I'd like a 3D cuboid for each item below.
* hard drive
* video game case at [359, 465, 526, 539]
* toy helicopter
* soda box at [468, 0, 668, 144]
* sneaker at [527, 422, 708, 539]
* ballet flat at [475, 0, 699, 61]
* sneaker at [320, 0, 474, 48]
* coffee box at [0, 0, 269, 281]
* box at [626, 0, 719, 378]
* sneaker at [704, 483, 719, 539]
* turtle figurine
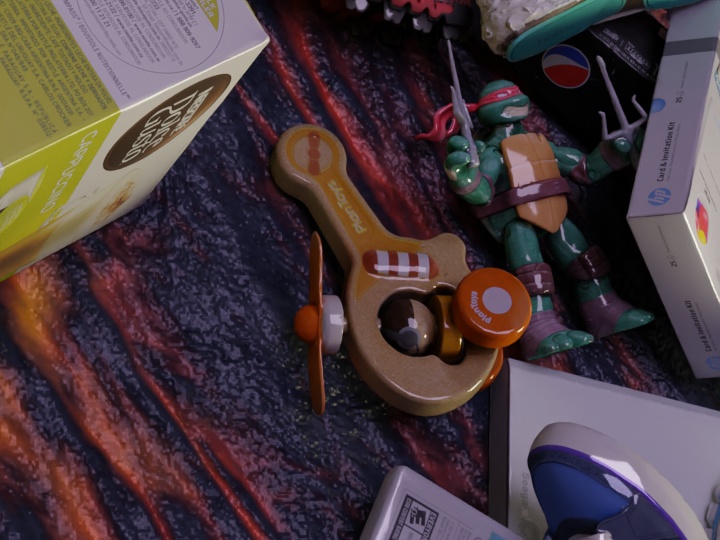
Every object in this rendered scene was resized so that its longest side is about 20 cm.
[{"bbox_3d":[0.171,0.139,1.136,0.198,0.026,0.133,15,62,-22],"label":"hard drive"},{"bbox_3d":[0.056,0.238,1.013,0.181,0.024,0.201,33,62,-16],"label":"video game case"},{"bbox_3d":[0.000,0.000,1.094,0.131,0.079,0.201,-25,70,-25],"label":"toy helicopter"},{"bbox_3d":[0.118,-0.175,1.221,0.200,0.071,0.063,39,45,-7],"label":"soda box"},{"bbox_3d":[0.133,0.200,1.004,0.201,0.080,0.147,52,54,-12],"label":"sneaker"},{"bbox_3d":[0.161,-0.193,1.153,0.198,0.072,0.072,-20,77,-12],"label":"ballet flat"},{"bbox_3d":[-0.011,-0.208,1.162,0.199,0.071,0.099,20,78,-18],"label":"sneaker"},{"bbox_3d":[-0.202,-0.118,0.948,0.197,0.200,0.201,-31,83,-35],"label":"coffee box"},{"bbox_3d":[0.226,-0.057,1.184,0.156,0.041,0.201,59,36,-41],"label":"box"},{"bbox_3d":[0.281,0.120,1.123,0.075,0.087,0.201,37,68,-6],"label":"sneaker"},{"bbox_3d":[0.113,-0.051,1.149,0.148,0.101,0.202,-17,88,-22],"label":"turtle figurine"}]
